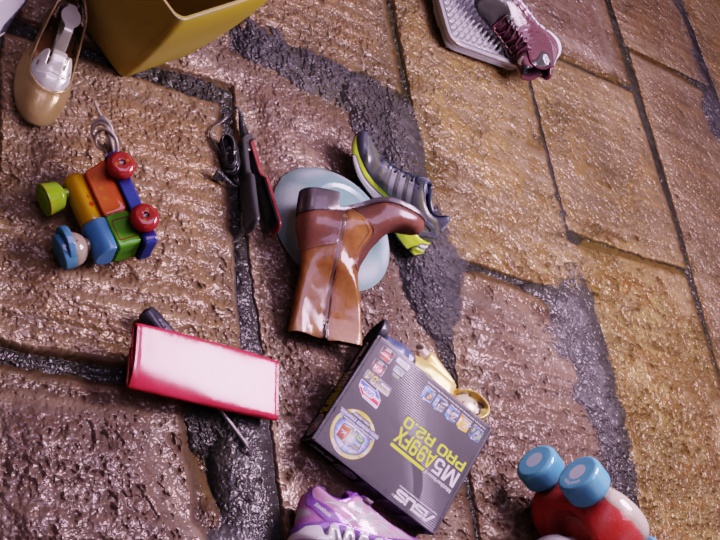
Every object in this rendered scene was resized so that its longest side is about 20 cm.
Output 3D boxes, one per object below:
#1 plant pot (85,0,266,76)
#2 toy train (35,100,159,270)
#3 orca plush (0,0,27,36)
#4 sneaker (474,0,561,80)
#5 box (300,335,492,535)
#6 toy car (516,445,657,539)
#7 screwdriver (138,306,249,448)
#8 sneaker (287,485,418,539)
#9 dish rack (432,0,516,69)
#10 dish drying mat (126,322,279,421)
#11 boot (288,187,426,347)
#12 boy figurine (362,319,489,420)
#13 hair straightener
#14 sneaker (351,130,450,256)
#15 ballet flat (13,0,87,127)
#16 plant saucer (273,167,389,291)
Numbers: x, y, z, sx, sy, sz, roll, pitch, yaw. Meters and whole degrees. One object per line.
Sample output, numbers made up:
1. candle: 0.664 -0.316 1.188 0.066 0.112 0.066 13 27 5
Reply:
1. plant pot: -0.267 -0.370 1.352 0.200 0.176 0.200 53 42 2
2. toy train: -0.322 -0.098 1.200 0.115 0.085 0.201 -19 75 -32
3. orca plush: -0.463 -0.313 1.223 0.071 0.105 0.201 19 67 21
4. sneaker: 0.283 -0.415 1.867 0.199 0.076 0.116 31 50 -22
5. box: 0.048 0.204 1.290 0.200 0.044 0.161 40 64 -12
6. toy car: 0.259 0.368 1.349 0.200 0.177 0.185 -45 110 -20
7. screwdriver: -0.188 0.125 1.202 0.200 0.028 0.029 52 13 -8
8. sneaker: 0.004 0.302 1.205 0.199 0.080 0.089 22 42 -27
9. dish rack: 0.211 -0.450 1.913 0.199 0.044 0.172 10 57 -36
10. dish drying mat: -0.176 0.118 1.188 0.199 0.018 0.077 20 57 -38
11. boot: 0.000 0.000 1.367 0.187 0.068 0.201 10 71 -28
12. boy figurine: 0.084 0.156 1.379 0.200 0.064 0.125 37 42 -11
13. hair straightener: -0.160 -0.137 1.385 0.077 0.041 0.201 7 58 -37
14. sneaker: 0.059 -0.124 1.522 0.200 0.081 0.074 56 18 0
15. ballet flat: -0.376 -0.266 1.272 0.068 0.063 0.201 22 50 -28
16. plant saucer: -0.029 -0.067 1.450 0.200 0.039 0.202 21 51 -29
